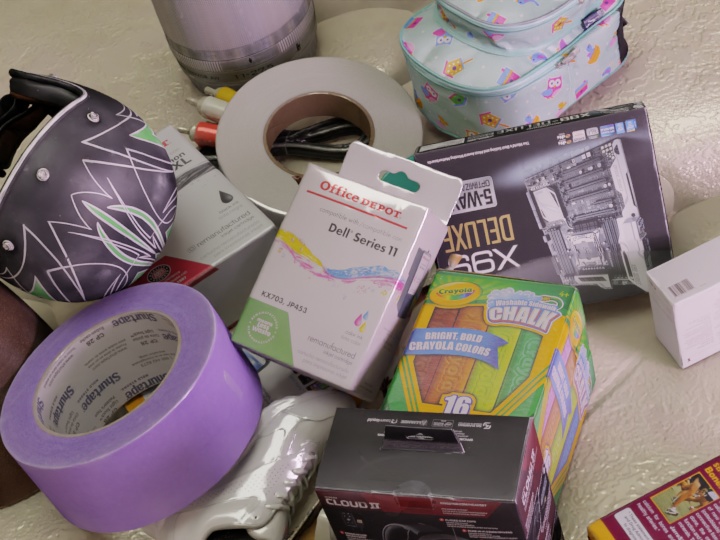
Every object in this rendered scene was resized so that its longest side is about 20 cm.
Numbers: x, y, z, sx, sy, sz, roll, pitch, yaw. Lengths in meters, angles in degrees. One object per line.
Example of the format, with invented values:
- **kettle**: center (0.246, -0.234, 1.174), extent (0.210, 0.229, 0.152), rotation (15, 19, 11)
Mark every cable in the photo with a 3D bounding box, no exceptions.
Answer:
- **cable**: center (-0.089, -0.135, 1.688), extent (0.200, 0.050, 0.097), rotation (9, 49, 24)

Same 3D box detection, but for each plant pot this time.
- **plant pot**: center (-0.347, 0.073, 1.468), extent (0.186, 0.200, 0.187), rotation (-9, 46, 9)

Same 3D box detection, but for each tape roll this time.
- **tape roll**: center (-0.186, 0.109, 1.392), extent (0.200, 0.085, 0.200), rotation (-21, 37, 16)
- **tape roll**: center (-0.039, -0.119, 1.637), extent (0.202, 0.037, 0.203), rotation (-1, 55, 2)

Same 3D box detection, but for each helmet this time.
- **helmet**: center (-0.250, -0.066, 1.454), extent (0.191, 0.200, 0.200), rotation (29, 62, 37)

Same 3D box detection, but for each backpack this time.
- **backpack**: center (0.139, -0.222, 1.633), extent (0.176, 0.153, 0.200), rotation (34, 71, 32)

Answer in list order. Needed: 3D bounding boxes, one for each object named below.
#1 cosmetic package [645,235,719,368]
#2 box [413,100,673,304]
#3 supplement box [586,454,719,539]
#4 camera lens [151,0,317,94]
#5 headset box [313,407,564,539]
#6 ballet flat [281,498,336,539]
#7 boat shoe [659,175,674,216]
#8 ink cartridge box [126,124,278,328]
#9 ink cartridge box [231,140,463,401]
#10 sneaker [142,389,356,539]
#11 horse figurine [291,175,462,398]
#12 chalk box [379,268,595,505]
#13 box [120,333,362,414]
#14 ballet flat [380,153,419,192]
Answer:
- **cosmetic package**: center (0.336, -0.002, 1.410), extent (0.200, 0.083, 0.051), rotation (-25, 43, -8)
- **box**: center (0.157, -0.047, 1.456), extent (0.199, 0.158, 0.050), rotation (-10, 11, 7)
- **supplement box**: center (0.280, 0.199, 1.234), extent (0.200, 0.086, 0.110), rotation (-26, 45, -7)
- **camera lens**: center (-0.137, -0.296, 1.749), extent (0.160, 0.200, 0.160), rotation (-9, 46, 9)
- **headset box**: center (0.061, 0.177, 1.243), extent (0.148, 0.200, 0.077), rotation (0, 49, 19)
- **ballet flat**: center (-0.032, 0.214, 1.321), extent (0.068, 0.075, 0.200), rotation (25, 57, 13)
- **boat shoe**: center (0.175, -0.055, 1.511), extent (0.201, 0.074, 0.063), rotation (-12, 17, 8)
- **ink cartridge box**: center (-0.178, -0.027, 1.591), extent (0.145, 0.083, 0.200), rotation (-35, 48, -14)
- **ink cartridge box**: center (-0.008, -0.009, 1.386), extent (0.117, 0.067, 0.200), rotation (21, 83, 21)
- **sneaker**: center (-0.073, 0.180, 1.382), extent (0.200, 0.078, 0.099), rotation (-37, 54, -6)
- **horse figurine**: center (0.000, 0.000, 1.461), extent (0.200, 0.050, 0.133), rotation (43, 109, 35)
- **chalk box**: center (0.111, 0.083, 1.368), extent (0.124, 0.124, 0.200), rotation (5, 51, 22)
- **box**: center (-0.094, 0.107, 1.472), extent (0.200, 0.042, 0.119), rotation (-28, 46, -13)
- **ballet flat**: center (0.026, -0.047, 1.554), extent (0.200, 0.067, 0.067), rotation (-31, 52, -2)
